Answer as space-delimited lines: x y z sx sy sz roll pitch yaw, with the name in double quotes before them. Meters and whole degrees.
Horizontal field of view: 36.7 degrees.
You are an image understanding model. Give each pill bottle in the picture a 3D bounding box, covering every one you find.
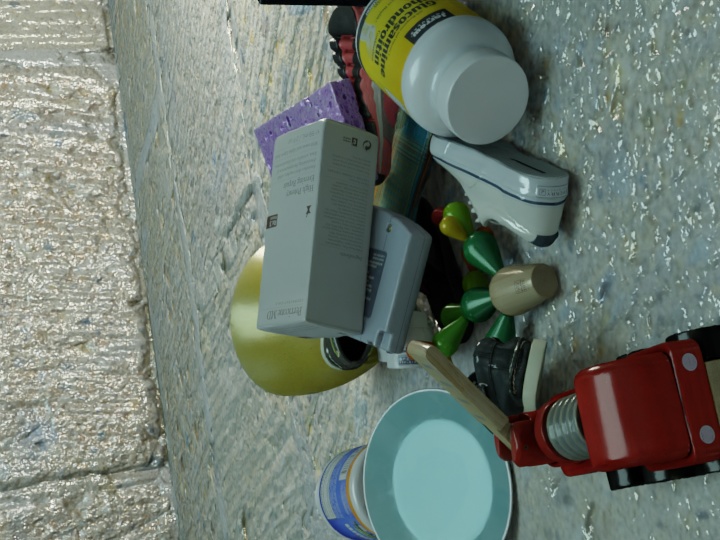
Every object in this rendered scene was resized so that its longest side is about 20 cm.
"pill bottle" 0.011 0.266 1.300 0.200 0.111 0.114 140 122 -66
"pill bottle" 0.077 -0.193 1.016 0.200 0.111 0.113 -127 37 -55

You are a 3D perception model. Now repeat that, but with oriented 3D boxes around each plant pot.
"plant pot" -0.038 0.059 1.321 0.141 0.199 0.203 2 97 44

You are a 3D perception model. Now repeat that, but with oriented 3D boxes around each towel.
"towel" 0.038 -0.140 1.223 0.200 0.021 0.148 47 122 62

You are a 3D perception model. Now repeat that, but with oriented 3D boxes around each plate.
"plate" 0.082 0.224 1.136 0.198 0.025 0.203 -4 84 41

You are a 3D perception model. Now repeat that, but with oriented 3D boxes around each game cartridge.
"game cartridge" 0.000 0.000 1.106 0.199 0.041 0.135 17 88 59

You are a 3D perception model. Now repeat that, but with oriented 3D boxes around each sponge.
"sponge" -0.053 -0.133 1.217 0.199 0.030 0.113 -16 91 59

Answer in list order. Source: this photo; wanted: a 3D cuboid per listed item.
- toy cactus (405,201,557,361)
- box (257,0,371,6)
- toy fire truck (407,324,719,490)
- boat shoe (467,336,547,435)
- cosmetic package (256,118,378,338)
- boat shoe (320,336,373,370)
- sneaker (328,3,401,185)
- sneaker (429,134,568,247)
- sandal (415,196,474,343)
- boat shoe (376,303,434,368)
"toy cactus" 0.115 0.023 1.016 0.165 0.101 0.203 -25 62 58
"box" -0.026 -0.382 1.127 0.125 0.197 0.198 111 148 -48
"toy fire truck" 0.148 0.093 0.761 0.176 0.197 0.130 140 122 -66
"boat shoe" 0.121 0.105 0.942 0.200 0.065 0.075 71 -148 -71
"cosmetic package" -0.044 -0.038 1.084 0.101 0.073 0.203 -12 69 55
"boat shoe" -0.007 0.009 1.212 0.061 0.071 0.204 165 107 -73
"sneaker" 0.025 -0.193 1.175 0.073 0.086 0.203 22 123 52
"sneaker" 0.117 -0.077 0.991 0.200 0.072 0.072 -136 48 -60
"sandal" 0.068 -0.008 1.172 0.076 0.047 0.202 106 152 -43
"boat shoe" 0.050 0.063 1.159 0.200 0.070 0.071 13 -106 -87
